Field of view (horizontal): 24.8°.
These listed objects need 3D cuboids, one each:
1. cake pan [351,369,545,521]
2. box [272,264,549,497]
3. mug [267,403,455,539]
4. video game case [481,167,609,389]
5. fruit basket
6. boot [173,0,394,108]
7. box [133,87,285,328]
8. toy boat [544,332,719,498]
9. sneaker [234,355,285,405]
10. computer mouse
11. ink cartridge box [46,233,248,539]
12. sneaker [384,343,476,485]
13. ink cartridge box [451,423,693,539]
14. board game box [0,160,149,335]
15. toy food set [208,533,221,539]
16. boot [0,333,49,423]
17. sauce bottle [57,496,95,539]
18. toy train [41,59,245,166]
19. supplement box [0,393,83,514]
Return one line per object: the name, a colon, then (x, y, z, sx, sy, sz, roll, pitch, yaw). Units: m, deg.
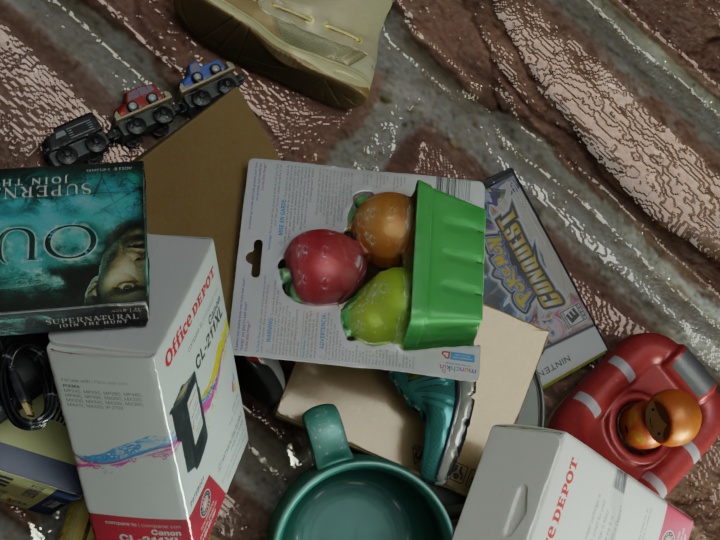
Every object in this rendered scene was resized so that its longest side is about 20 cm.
cake pan: (0.071, 0.122, 1.451, 0.200, 0.037, 0.201, 2, 80, -9)
box: (0.046, 0.089, 1.420, 0.200, 0.021, 0.164, 23, 77, -4)
mug: (0.002, 0.214, 1.361, 0.152, 0.114, 0.185, 16, 87, -5)
video game case: (0.115, 0.027, 1.524, 0.181, 0.025, 0.200, -26, 87, -25)
fruit basket: (0.000, 0.000, 1.321, 0.200, 0.094, 0.185, 3, 60, 1)
boot: (-0.061, -0.257, 1.505, 0.200, 0.073, 0.156, 25, 68, -16)
box: (-0.113, -0.043, 1.340, 0.164, 0.021, 0.200, 60, 37, -13)
toy boat: (0.261, 0.142, 1.493, 0.200, 0.131, 0.131, -42, 93, -26)
sneaker: (-0.099, 0.010, 1.410, 0.108, 0.067, 0.201, -33, 78, -26)
computer mouse: (-0.267, 0.027, 1.153, 0.059, 0.034, 0.200, -22, 63, -32)
ink cartridge box: (-0.151, 0.093, 1.205, 0.083, 0.200, 0.146, 4, 37, 13)
sneaker: (0.055, 0.084, 1.380, 0.080, 0.078, 0.200, 1, 69, -4)
ink cartridge box: (0.172, 0.230, 1.343, 0.200, 0.083, 0.147, 35, 69, -38)
board game box: (-0.247, -0.014, 1.134, 0.200, 0.028, 0.135, -4, 51, -5)
toy food set: (-0.161, 0.302, 1.326, 0.198, 0.049, 0.200, -16, 82, -25)
boot: (-0.314, 0.053, 1.174, 0.200, 0.066, 0.165, -42, 90, -26)
sauce bottle: (-0.194, 0.172, 1.311, 0.065, 0.065, 0.200, 27, 46, -13)
toy train: (-0.191, -0.140, 1.445, 0.200, 0.034, 0.046, -27, 74, -25)
supplement box: (-0.295, 0.064, 1.289, 0.200, 0.134, 0.200, 19, 69, -16)
